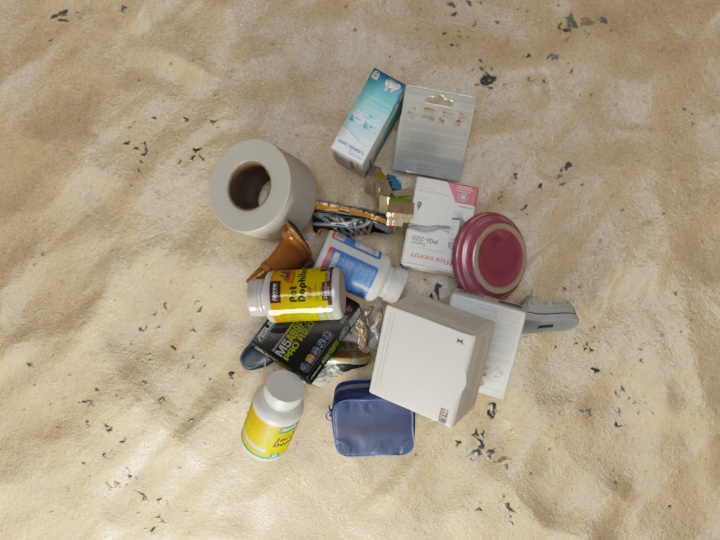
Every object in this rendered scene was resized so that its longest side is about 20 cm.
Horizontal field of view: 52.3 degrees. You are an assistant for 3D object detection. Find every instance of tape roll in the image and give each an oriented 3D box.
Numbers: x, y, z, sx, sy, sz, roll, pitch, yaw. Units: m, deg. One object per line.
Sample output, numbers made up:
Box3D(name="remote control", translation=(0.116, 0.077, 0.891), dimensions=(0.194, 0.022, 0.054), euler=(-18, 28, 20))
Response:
Box3D(name="tape roll", translation=(-0.212, -0.172, 1.608), dimensions=(0.200, 0.139, 0.206), euler=(-3, 82, 21))

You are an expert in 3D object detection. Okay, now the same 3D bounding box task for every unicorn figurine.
Box3D(name="unicorn figurine", translation=(0.084, 0.146, 1.639), dimensions=(0.197, 0.074, 0.139), euler=(-4, 94, 4))

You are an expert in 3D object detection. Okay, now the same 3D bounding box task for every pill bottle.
Box3D(name="pill bottle", translation=(-0.134, 0.052, 1.542), dimensions=(0.197, 0.109, 0.111), euler=(-4, 86, 7))
Box3D(name="pill bottle", translation=(0.000, 0.000, 1.623), dimensions=(0.198, 0.112, 0.113), euler=(25, 87, -5))
Box3D(name="pill bottle", translation=(-0.184, 0.307, 1.566), dimensions=(0.112, 0.113, 0.201), euler=(26, 129, 4))

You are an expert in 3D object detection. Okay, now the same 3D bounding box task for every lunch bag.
Box3D(name="lunch bag", translation=(0.021, 0.317, 1.599), dimensions=(0.197, 0.132, 0.138), euler=(0, 103, 2))

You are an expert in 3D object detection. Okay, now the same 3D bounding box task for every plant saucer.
Box3D(name="plant saucer", translation=(0.292, -0.027, 1.603), dimensions=(0.198, 0.051, 0.203), euler=(-2, 93, -28))

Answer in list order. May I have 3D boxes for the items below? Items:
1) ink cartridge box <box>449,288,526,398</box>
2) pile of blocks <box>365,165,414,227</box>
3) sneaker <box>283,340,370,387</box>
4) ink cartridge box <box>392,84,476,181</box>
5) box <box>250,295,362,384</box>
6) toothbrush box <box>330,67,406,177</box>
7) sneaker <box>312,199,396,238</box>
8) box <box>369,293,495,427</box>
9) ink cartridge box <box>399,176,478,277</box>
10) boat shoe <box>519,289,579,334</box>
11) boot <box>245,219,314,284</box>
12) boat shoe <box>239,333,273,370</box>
Box3D(name="ink cartridge box", translation=(0.254, 0.155, 1.565), dimensions=(0.158, 0.047, 0.202), euler=(15, 108, 13))
Box3D(name="pile of blocks", translation=(0.068, -0.156, 1.635), dimensions=(0.081, 0.063, 0.201), euler=(-10, 43, -16))
Box3D(name="sneaker", translation=(-0.075, 0.216, 1.647), dimensions=(0.197, 0.076, 0.089), euler=(-4, 116, -7))
Box3D(name="ink cartridge box", translation=(0.162, -0.307, 1.622), dimensions=(0.158, 0.047, 0.202), euler=(11, 122, 4))
Box3D(name="box", translation=(-0.116, 0.122, 1.589), dimensions=(0.159, 0.044, 0.201), euler=(30, 70, 22))
Box3D(name="toothbrush box", translation=(0.020, -0.323, 1.632), dimensions=(0.085, 0.146, 0.202), euler=(28, 89, 4))
Box3D(name="sneaker", translation=(-0.017, -0.106, 1.660), dimensions=(0.197, 0.078, 0.078), euler=(12, 99, 7))
Box3D(name="box", translation=(0.146, 0.178, 1.499), dimensions=(0.198, 0.130, 0.201), euler=(19, 107, 25))
Box3D(name="ink cartridge box", translation=(0.175, -0.095, 1.642), dimensions=(0.144, 0.085, 0.203), euler=(10, 89, 3))
Box3D(name="boat shoe", translation=(0.381, 0.085, 1.623), dimensions=(0.199, 0.075, 0.087), euler=(-2, 56, -9))
Box3D(name="boot", translation=(-0.183, -0.017, 1.593), dimensions=(0.154, 0.201, 0.074), euler=(-30, 63, -8))
Box3D(name="boat shoe", translation=(-0.188, 0.154, 1.646), dimensions=(0.199, 0.069, 0.085), euler=(-36, 86, -1))
